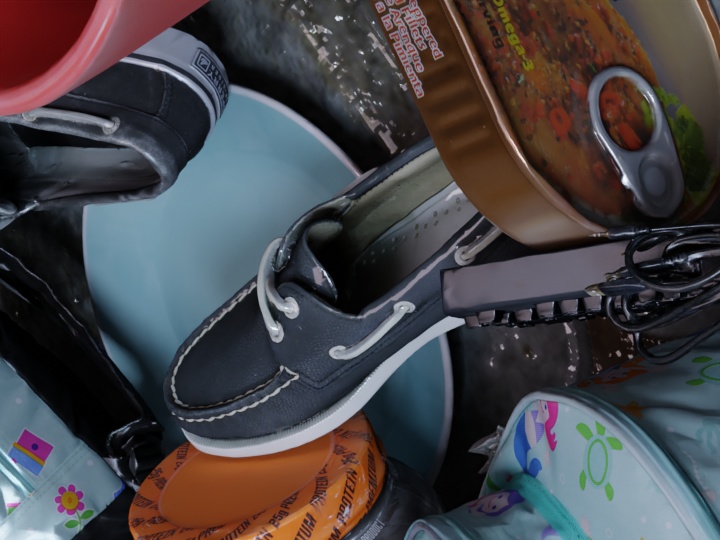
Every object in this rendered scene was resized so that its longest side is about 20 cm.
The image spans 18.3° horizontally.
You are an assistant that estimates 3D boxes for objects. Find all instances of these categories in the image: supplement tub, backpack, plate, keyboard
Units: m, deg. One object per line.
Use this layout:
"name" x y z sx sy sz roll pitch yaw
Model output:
"supplement tub" -0.005 0.155 0.846 0.122 0.123 0.200 1 122 44
"backpack" -0.183 0.062 0.942 0.200 0.127 0.167 47 157 -11
"plate" -0.036 0.017 0.900 0.200 0.026 0.201 22 125 34
"backpack" 0.097 0.118 0.700 0.178 0.150 0.200 62 151 23
"keyboard" 0.114 0.009 0.662 0.200 0.104 0.040 -10 77 31

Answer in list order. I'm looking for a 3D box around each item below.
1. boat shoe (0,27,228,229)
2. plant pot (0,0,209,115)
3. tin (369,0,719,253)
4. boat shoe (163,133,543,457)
"boat shoe" -0.145 -0.049 0.872 0.199 0.068 0.074 2 141 28
"plant pot" -0.083 -0.171 0.736 0.200 0.177 0.201 22 125 35
"tin" 0.049 -0.100 0.694 0.042 0.112 0.200 -20 95 53
"boat shoe" 0.000 0.000 0.782 0.200 0.060 0.076 -33 48 23
